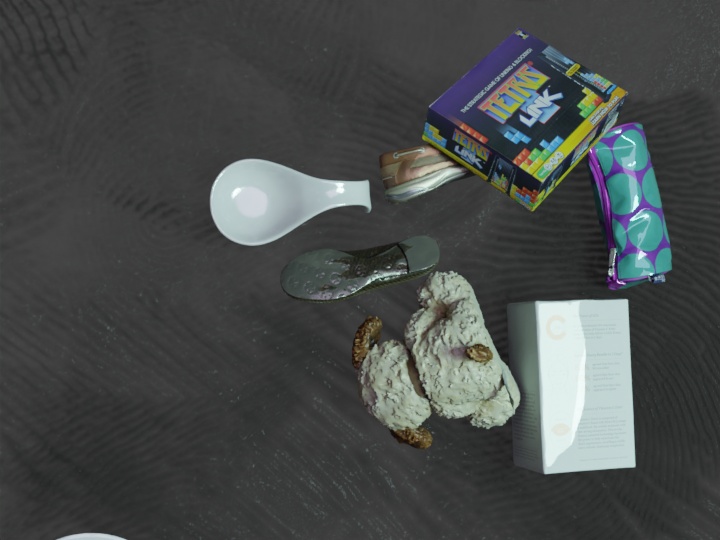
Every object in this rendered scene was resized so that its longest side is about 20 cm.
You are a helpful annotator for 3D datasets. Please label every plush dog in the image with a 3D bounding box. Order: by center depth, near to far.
[{"bbox_3d":[0.078,0.121,1.214,0.170,0.160,0.202,-26,92,11],"label":"plush dog"}]

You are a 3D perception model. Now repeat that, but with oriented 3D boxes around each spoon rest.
[{"bbox_3d":[-0.078,-0.084,1.217,0.197,0.061,0.101,-6,88,-16],"label":"spoon rest"}]

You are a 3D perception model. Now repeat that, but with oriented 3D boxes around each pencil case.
[{"bbox_3d":[0.334,-0.080,1.313,0.091,0.085,0.203,-11,89,-30],"label":"pencil case"}]

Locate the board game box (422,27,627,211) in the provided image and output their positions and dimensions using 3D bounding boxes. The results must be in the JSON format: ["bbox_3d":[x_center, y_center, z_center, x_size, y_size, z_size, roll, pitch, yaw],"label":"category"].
[{"bbox_3d":[0.197,-0.185,1.236,0.164,0.057,0.200,36,57,17],"label":"board game box"}]

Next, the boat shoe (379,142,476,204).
[{"bbox_3d":[0.113,-0.145,1.266,0.198,0.076,0.073,-22,90,-17],"label":"boat shoe"}]

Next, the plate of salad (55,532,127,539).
[{"bbox_3d":[-0.300,0.382,1.133,0.197,0.048,0.204,-2,97,-15],"label":"plate of salad"}]

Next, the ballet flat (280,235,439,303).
[{"bbox_3d":[0.000,0.000,1.243,0.197,0.046,0.068,-14,75,-12],"label":"ballet flat"}]

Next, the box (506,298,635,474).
[{"bbox_3d":[0.256,0.138,1.271,0.122,0.097,0.204,-1,87,-14],"label":"box"}]
